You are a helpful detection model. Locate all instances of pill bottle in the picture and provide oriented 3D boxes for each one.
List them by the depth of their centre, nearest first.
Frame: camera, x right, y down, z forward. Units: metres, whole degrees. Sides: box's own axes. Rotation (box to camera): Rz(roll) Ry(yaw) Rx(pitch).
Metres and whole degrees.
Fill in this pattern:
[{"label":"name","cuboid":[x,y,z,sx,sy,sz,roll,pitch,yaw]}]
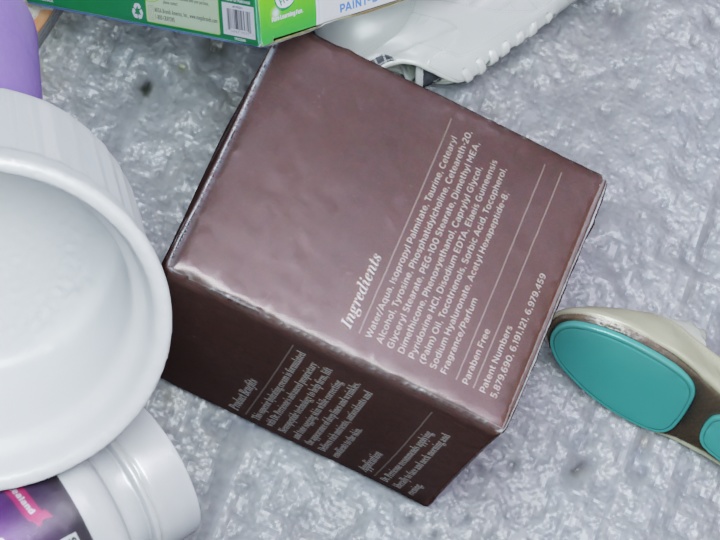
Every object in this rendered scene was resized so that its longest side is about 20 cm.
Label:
[{"label":"pill bottle","cuboid":[-0.188,0.149,1.577,0.200,0.111,0.112,-29,80,-22]}]

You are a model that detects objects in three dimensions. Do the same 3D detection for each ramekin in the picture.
[{"label":"ramekin","cuboid":[-0.198,0.004,1.514,0.200,0.201,0.098,5,33,-12]}]

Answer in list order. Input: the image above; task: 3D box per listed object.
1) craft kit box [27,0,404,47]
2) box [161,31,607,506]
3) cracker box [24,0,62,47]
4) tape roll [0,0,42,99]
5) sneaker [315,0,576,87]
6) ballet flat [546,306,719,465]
[{"label":"craft kit box","cuboid":[-0.050,-0.177,1.661,0.197,0.200,0.049,-19,113,-41]},{"label":"box","cuboid":[0.000,0.000,1.647,0.200,0.166,0.165,26,68,-5]},{"label":"cracker box","cuboid":[-0.204,-0.225,1.734,0.134,0.058,0.200,30,66,-3]},{"label":"tape roll","cuboid":[-0.266,-0.083,1.584,0.199,0.200,0.085,1,57,-14]},{"label":"sneaker","cuboid":[0.067,-0.151,1.777,0.199,0.076,0.081,-14,86,-14]},{"label":"ballet flat","cuboid":[0.198,0.071,1.735,0.200,0.069,0.070,35,67,-2]}]
